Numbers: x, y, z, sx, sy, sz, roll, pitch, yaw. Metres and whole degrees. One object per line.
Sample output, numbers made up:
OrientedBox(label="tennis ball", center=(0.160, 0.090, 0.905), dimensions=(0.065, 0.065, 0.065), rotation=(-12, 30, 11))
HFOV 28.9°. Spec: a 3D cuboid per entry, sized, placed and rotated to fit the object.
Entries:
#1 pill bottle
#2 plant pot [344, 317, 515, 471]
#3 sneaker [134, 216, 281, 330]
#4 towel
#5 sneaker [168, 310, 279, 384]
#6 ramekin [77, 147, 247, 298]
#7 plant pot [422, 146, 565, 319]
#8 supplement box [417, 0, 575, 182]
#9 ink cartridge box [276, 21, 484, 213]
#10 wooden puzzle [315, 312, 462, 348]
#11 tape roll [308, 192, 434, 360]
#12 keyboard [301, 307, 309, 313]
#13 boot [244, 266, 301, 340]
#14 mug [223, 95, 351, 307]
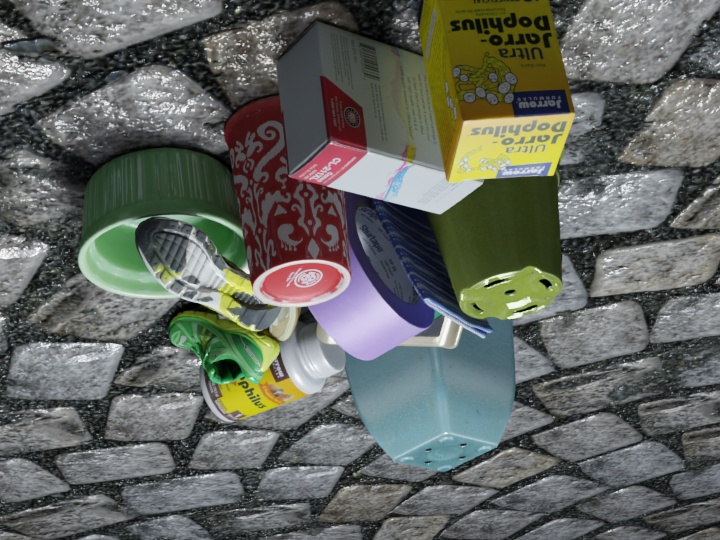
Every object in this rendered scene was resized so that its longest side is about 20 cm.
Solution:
OrientedBox(label="pill bottle", center=(-0.125, 0.139, 2.004), dimensions=(0.199, 0.110, 0.109), rotation=(-22, 149, 23))
OrientedBox(label="plant pot", center=(0.108, 0.179, 2.048), dimensions=(0.196, 0.201, 0.195), rotation=(19, 143, -40))
OrientedBox(label="sneaker", center=(-0.182, 0.005, 1.565), dimensions=(0.200, 0.075, 0.084), rotation=(39, 167, -33))
OrientedBox(label="towel", center=(0.082, -0.017, 1.683), dimensions=(0.024, 0.201, 0.145), rotation=(-40, 140, 18))
OrientedBox(label="sneaker", center=(-0.199, 0.107, 1.901), dimensions=(0.199, 0.084, 0.074), rotation=(10, 161, 43))
OrientedBox(label="ramekin", center=(-0.229, -0.056, 1.623), dimensions=(0.199, 0.098, 0.200), rotation=(-7, 152, -3))
OrientedBox(label="plant pot", center=(0.160, -0.051, 1.645), dimensions=(0.199, 0.191, 0.200), rotation=(-6, 152, -3))
OrientedBox(label="supplement box", center=(0.126, -0.199, 1.348), dimensions=(0.108, 0.201, 0.110), rotation=(-5, 152, -7))
OrientedBox(label="ink cartridge box", center=(0.022, -0.155, 1.458), dimensions=(0.199, 0.147, 0.083), rotation=(13, 147, -34))
OrientedBox(label="wooden puzzle", center=(0.054, 0.026, 1.833), dimensions=(0.199, 0.037, 0.186), rotation=(5, 121, -16))
OrientedBox(label="tape roll", center=(0.000, 0.000, 1.673), dimensions=(0.085, 0.201, 0.200), rotation=(-31, 146, 20))
OrientedBox(label="keyboard", center=(-0.039, 0.003, 1.872), dimensions=(0.199, 0.021, 0.127), rotation=(-23, 150, 24))
OrientedBox(label="boot", center=(-0.150, 0.022, 1.801), dimensions=(0.154, 0.073, 0.200), rotation=(9, 153, -4))
OrientedBox(label="mug", center=(-0.070, -0.063, 1.546), dimensions=(0.132, 0.201, 0.178), rotation=(-12, 152, 5))
